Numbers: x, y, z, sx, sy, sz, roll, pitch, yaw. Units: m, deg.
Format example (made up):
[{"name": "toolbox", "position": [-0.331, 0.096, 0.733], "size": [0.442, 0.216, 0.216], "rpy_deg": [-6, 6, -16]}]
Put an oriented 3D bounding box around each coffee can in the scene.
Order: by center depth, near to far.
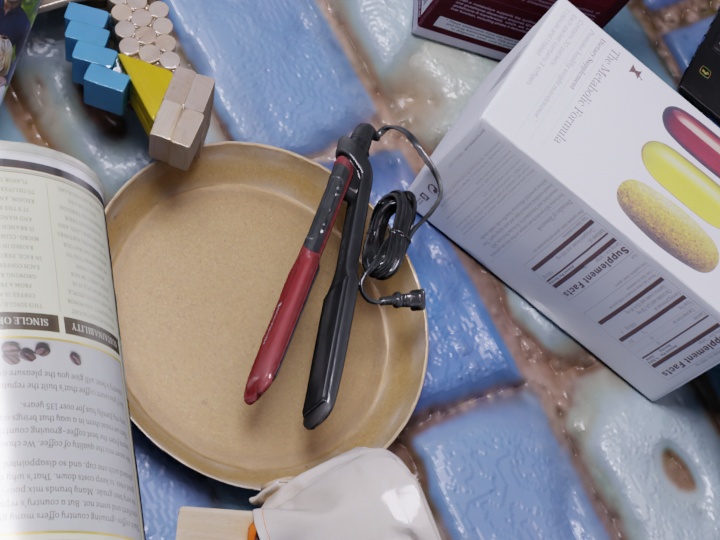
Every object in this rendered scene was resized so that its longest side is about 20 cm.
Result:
[{"name": "coffee can", "position": [-0.177, 0.062, 0.757], "size": [0.145, 0.146, 0.202], "rpy_deg": [0, 68, -25]}]

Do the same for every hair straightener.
[{"name": "hair straightener", "position": [0.000, 0.000, 0.908], "size": [0.076, 0.041, 0.201], "rpy_deg": [26, 55, -13]}]

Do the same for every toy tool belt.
[{"name": "toy tool belt", "position": [-0.008, 0.193, 0.808], "size": [0.122, 0.125, 0.202], "rpy_deg": [-19, 84, -7]}]

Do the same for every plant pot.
[{"name": "plant pot", "position": [-0.057, 0.026, 0.902], "size": [0.198, 0.027, 0.202], "rpy_deg": [10, 63, -20]}]

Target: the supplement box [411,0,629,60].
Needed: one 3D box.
[{"name": "supplement box", "position": [0.118, -0.201, 0.984], "size": [0.108, 0.200, 0.061], "rpy_deg": [14, 62, -19]}]

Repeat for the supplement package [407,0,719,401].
[{"name": "supplement package", "position": [0.147, -0.039, 0.978], "size": [0.199, 0.110, 0.114], "rpy_deg": [38, 58, -5]}]

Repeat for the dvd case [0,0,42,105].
[{"name": "dvd case", "position": [-0.230, -0.122, 0.806], "size": [0.142, 0.017, 0.202], "rpy_deg": [23, 89, -41]}]

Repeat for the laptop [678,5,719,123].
[{"name": "laptop", "position": [0.342, -0.157, 1.128], "size": [0.177, 0.103, 0.201], "rpy_deg": [37, 57, -5]}]

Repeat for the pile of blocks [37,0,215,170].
[{"name": "pile of blocks", "position": [-0.140, -0.130, 0.916], "size": [0.081, 0.062, 0.201], "rpy_deg": [-16, 65, -17]}]
